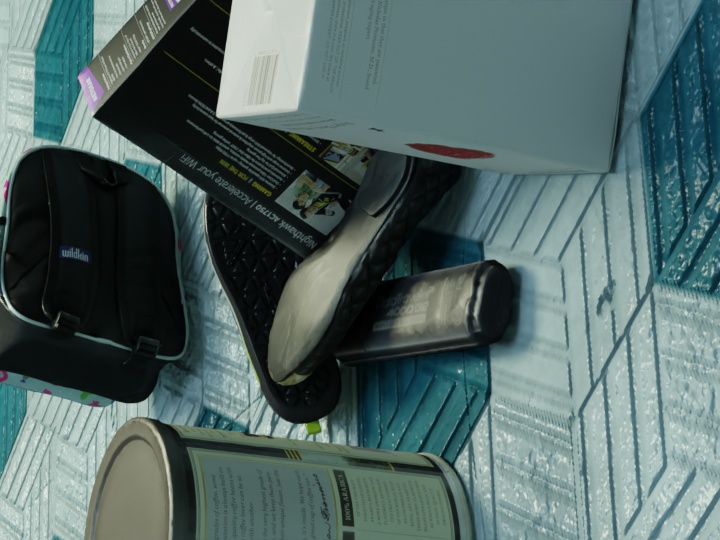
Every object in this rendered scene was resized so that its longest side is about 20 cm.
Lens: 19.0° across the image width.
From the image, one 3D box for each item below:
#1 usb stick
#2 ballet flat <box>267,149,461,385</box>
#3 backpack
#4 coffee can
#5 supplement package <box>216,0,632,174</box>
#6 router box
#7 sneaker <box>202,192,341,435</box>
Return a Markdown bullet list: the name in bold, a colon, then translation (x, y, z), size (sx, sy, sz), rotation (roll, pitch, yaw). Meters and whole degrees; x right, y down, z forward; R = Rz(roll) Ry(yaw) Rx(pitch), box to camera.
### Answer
- **usb stick**: translation (0.036, 0.028, 1.361), size (0.200, 0.032, 0.056), rotation (-13, 62, 63)
- **ballet flat**: translation (0.000, 0.000, 1.383), size (0.201, 0.056, 0.067), rotation (-55, 42, 26)
- **backpack**: translation (-0.235, 0.004, 1.760), size (0.150, 0.176, 0.202), rotation (-42, 42, 45)
- **coffee can**: translation (-0.051, 0.173, 1.301), size (0.146, 0.198, 0.148), rotation (-31, 54, 58)
- **supplement package**: translation (0.037, -0.128, 1.214), size (0.121, 0.198, 0.121), rotation (3, 84, 64)
- **router box**: translation (-0.055, -0.112, 1.351), size (0.149, 0.199, 0.051), rotation (-44, 38, 15)
- **sneaker**: translation (-0.063, 0.016, 1.482), size (0.083, 0.071, 0.202), rotation (104, 154, -83)
